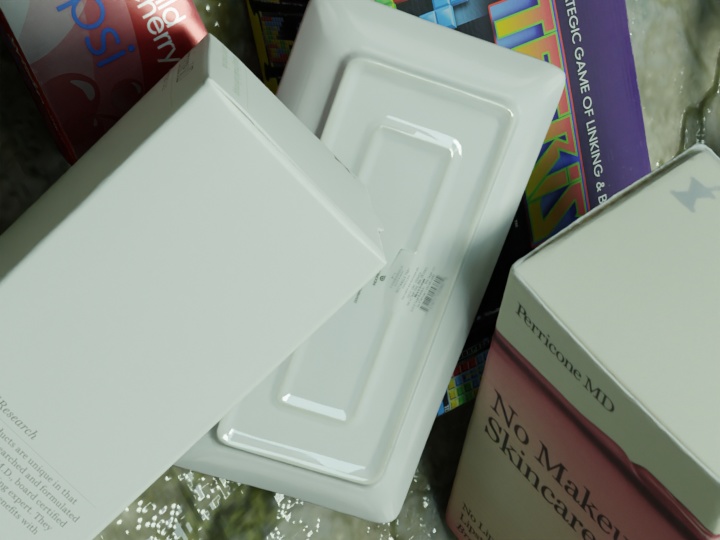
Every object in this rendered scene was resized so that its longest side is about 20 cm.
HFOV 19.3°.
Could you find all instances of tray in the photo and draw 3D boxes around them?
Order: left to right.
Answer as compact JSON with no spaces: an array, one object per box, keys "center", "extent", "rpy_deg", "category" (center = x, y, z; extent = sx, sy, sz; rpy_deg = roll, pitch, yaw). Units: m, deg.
[{"center":[0.000,0.000,0.826],"extent":[0.107,0.022,0.200],"rpy_deg":[17,102,-15],"category":"tray"}]

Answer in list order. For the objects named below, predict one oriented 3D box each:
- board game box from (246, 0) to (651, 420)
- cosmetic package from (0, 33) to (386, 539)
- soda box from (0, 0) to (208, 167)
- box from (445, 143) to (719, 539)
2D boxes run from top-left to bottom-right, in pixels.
[{"center":[0.046,-0.055,0.897],"extent":[0.165,0.057,0.200],"rpy_deg":[-24,111,-34],"category":"board game box"},{"center":[-0.091,0.025,0.695],"extent":[0.200,0.108,0.085],"rpy_deg":[-45,102,6],"category":"cosmetic package"},{"center":[-0.112,-0.127,0.733],"extent":[0.063,0.070,0.200],"rpy_deg":[-29,116,-9],"category":"soda box"},{"center":[0.124,0.071,0.868],"extent":[0.109,0.128,0.200],"rpy_deg":[-31,153,-25],"category":"box"}]
